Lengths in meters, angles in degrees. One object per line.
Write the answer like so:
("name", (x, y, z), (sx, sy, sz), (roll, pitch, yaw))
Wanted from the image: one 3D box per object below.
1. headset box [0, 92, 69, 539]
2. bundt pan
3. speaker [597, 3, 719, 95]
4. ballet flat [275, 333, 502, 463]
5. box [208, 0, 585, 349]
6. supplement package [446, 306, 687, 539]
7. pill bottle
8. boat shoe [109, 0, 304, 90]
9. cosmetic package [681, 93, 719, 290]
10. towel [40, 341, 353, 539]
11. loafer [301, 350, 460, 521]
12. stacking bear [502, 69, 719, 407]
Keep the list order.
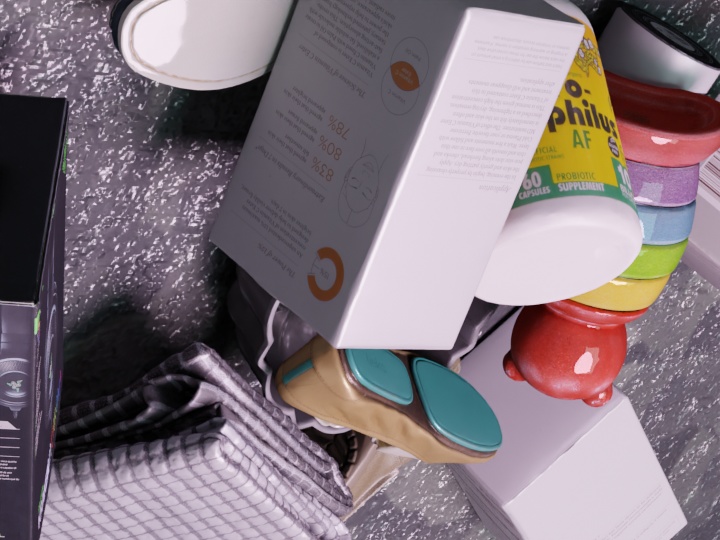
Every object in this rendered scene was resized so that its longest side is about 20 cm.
("headset box", (-0.205, 0.024, 1.290), (0.092, 0.175, 0.201), (4, 128, -3))
("bundt pan", (0.000, 0.000, 1.559), (0.201, 0.076, 0.203), (-25, 138, -25))
("speaker", (0.152, -0.071, 1.640), (0.081, 0.081, 0.201), (13, 114, -49))
("ballet flat", (0.016, 0.082, 1.552), (0.063, 0.069, 0.200), (-27, 147, 23))
("box", (0.018, -0.073, 1.360), (0.097, 0.124, 0.201), (3, 117, -44))
("supplement package", (0.139, 0.141, 1.790), (0.117, 0.117, 0.200), (-40, 143, -7))
("pill bottle", (0.092, -0.092, 1.450), (0.112, 0.201, 0.113), (-9, 155, -4))
("boat shoe", (-0.061, -0.154, 1.371), (0.199, 0.062, 0.075), (-21, 134, -33))
("cosmetic package", (0.254, -0.051, 1.689), (0.107, 0.090, 0.200), (-51, 166, 3))
("towel", (-0.115, 0.134, 1.519), (0.164, 0.086, 0.200), (-17, 145, 21))
("loafer", (0.004, 0.114, 1.670), (0.200, 0.076, 0.067), (-51, 137, 6))
("stacking bear", (0.149, -0.013, 1.561), (0.114, 0.120, 0.201), (-74, 179, -69))
